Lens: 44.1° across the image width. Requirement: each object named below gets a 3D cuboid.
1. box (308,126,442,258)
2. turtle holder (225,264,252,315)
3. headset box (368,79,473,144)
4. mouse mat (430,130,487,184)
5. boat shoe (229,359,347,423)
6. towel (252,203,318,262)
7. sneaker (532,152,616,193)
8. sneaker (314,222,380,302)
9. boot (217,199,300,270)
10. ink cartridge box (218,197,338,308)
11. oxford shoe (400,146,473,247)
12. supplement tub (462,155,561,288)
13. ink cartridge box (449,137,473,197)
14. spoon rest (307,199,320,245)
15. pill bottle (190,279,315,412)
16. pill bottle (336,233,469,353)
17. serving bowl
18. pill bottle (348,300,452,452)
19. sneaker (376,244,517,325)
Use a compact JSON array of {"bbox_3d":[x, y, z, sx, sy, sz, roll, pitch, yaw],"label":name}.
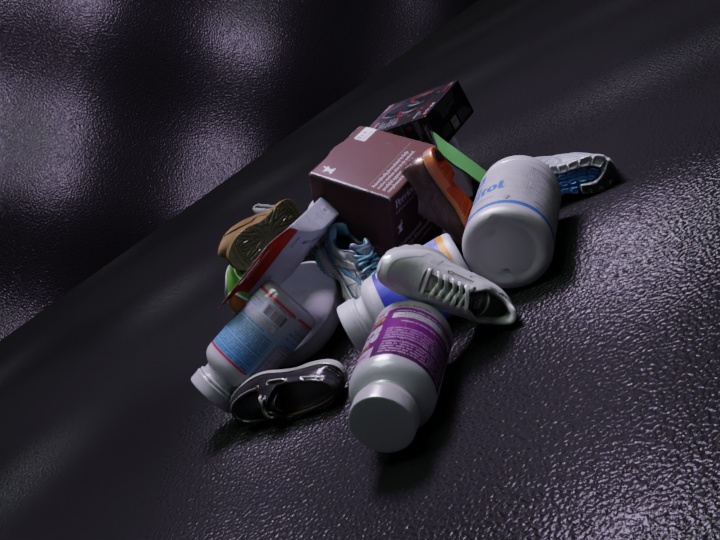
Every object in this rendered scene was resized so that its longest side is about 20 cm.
[{"bbox_3d":[0.032,-0.108,1.529,0.163,0.201,0.166,20,48,27],"label":"box"},{"bbox_3d":[-0.205,0.016,1.766,0.132,0.140,0.186,-64,30,33],"label":"turtle holder"},{"bbox_3d":[0.097,-0.277,1.721,0.199,0.075,0.149,-12,29,43],"label":"headset box"},{"bbox_3d":[0.200,-0.161,1.497,0.008,0.199,0.161,-52,13,17],"label":"mouse mat"},{"bbox_3d":[-0.113,0.188,1.309,0.199,0.074,0.060,-16,18,20],"label":"boat shoe"},{"bbox_3d":[-0.123,-0.052,1.736,0.035,0.193,0.200,-44,20,-15],"label":"towel"},{"bbox_3d":[0.320,-0.158,1.461,0.198,0.076,0.087,0,17,20],"label":"sneaker"},{"bbox_3d":[0.000,0.000,1.435,0.077,0.087,0.200,-19,51,-40],"label":"sneaker"},{"bbox_3d":[-0.207,-0.047,1.596,0.175,0.066,0.200,-42,14,-31],"label":"boot"},{"bbox_3d":[-0.127,-0.017,1.424,0.163,0.057,0.200,-49,4,34],"label":"ink cartridge box"},{"bbox_3d":[0.136,-0.095,1.412,0.073,0.201,0.071,-26,10,25],"label":"oxford shoe"},{"bbox_3d":[0.228,-0.075,1.322,0.131,0.132,0.200,-23,21,26],"label":"supplement tub"},{"bbox_3d":[0.142,-0.198,1.773,0.125,0.129,0.200,-27,21,15],"label":"ink cartridge box"},{"bbox_3d":[-0.052,-0.085,1.616,0.200,0.060,0.100,42,-112,-76],"label":"spoon rest"},{"bbox_3d":[-0.171,0.121,1.400,0.200,0.109,0.109,-49,20,-3],"label":"pill bottle"},{"bbox_3d":[0.070,0.041,1.312,0.199,0.112,0.112,-31,18,6],"label":"pill bottle"},{"bbox_3d":[-0.105,0.084,1.516,0.199,0.066,0.201,-24,42,23],"label":"serving bowl"},{"bbox_3d":[0.048,0.132,1.117,0.112,0.113,0.200,-23,20,26],"label":"pill bottle"},{"bbox_3d":[0.117,0.022,1.184,0.081,0.199,0.077,-130,59,-68],"label":"sneaker"}]
